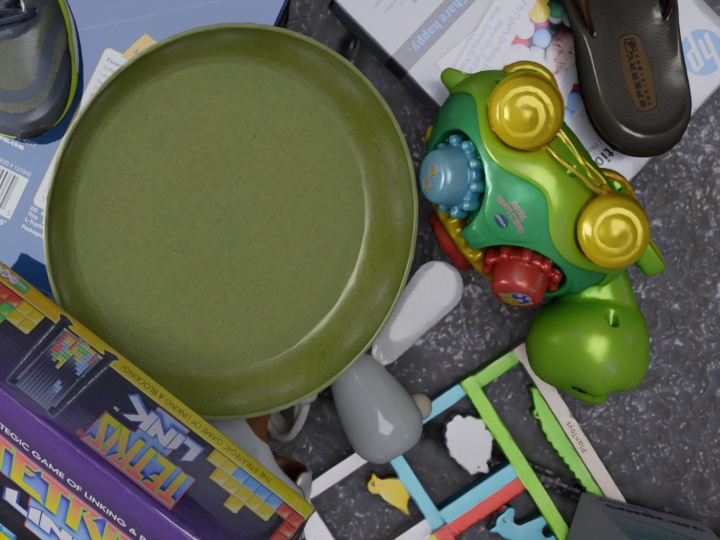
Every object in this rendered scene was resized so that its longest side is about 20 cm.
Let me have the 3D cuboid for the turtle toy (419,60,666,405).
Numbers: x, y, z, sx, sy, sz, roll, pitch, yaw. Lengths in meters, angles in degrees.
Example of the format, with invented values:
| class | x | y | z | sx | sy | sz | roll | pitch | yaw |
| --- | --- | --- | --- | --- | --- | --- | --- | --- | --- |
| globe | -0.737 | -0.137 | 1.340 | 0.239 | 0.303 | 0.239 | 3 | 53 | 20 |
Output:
| class | x | y | z | sx | sy | sz | roll | pitch | yaw |
| --- | --- | --- | --- | --- | --- | --- | --- | --- | --- |
| turtle toy | 0.099 | -0.023 | 0.913 | 0.101 | 0.146 | 0.201 | -35 | 95 | 10 |

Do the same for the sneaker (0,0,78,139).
| class | x | y | z | sx | sy | sz | roll | pitch | yaw |
| --- | --- | --- | --- | --- | --- | --- | --- | --- | --- |
| sneaker | -0.189 | -0.161 | 0.815 | 0.073 | 0.081 | 0.202 | -18 | 91 | -3 |

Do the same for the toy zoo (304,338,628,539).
| class | x | y | z | sx | sy | sz | roll | pitch | yaw |
| --- | --- | --- | --- | --- | --- | --- | --- | --- | --- |
| toy zoo | 0.048 | 0.149 | 1.004 | 0.199 | 0.020 | 0.132 | -34 | 93 | -3 |

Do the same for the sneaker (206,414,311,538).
| class | x | y | z | sx | sy | sz | roll | pitch | yaw |
| --- | --- | --- | --- | --- | --- | --- | --- | --- | --- |
| sneaker | -0.052 | 0.159 | 0.960 | 0.084 | 0.073 | 0.202 | -27 | 119 | -29 |

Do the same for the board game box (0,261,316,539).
| class | x | y | z | sx | sy | sz | roll | pitch | yaw |
| --- | --- | --- | --- | --- | --- | --- | --- | --- | --- |
| board game box | -0.130 | 0.110 | 0.852 | 0.199 | 0.166 | 0.057 | 36 | 57 | 8 |

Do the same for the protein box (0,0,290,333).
| class | x | y | z | sx | sy | sz | roll | pitch | yaw |
| --- | --- | --- | --- | --- | --- | --- | --- | --- | --- |
| protein box | -0.165 | -0.101 | 0.926 | 0.197 | 0.135 | 0.201 | 26 | 89 | -4 |

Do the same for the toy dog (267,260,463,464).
| class | x | y | z | sx | sy | sz | roll | pitch | yaw |
| --- | --- | --- | --- | --- | --- | --- | --- | --- | --- |
| toy dog | 0.000 | 0.000 | 0.963 | 0.096 | 0.131 | 0.202 | -15 | 101 | -35 |

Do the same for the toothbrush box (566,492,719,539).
| class | x | y | z | sx | sy | sz | roll | pitch | yaw |
| --- | --- | --- | --- | --- | --- | --- | --- | --- | --- |
| toothbrush box | 0.162 | 0.225 | 0.914 | 0.085 | 0.200 | 0.148 | 15 | 97 | -13 |

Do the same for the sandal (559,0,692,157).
| class | x | y | z | sx | sy | sz | roll | pitch | yaw |
| --- | --- | --- | --- | --- | --- | --- | --- | --- | --- |
| sandal | 0.138 | -0.163 | 0.944 | 0.081 | 0.055 | 0.202 | -12 | 82 | -9 |

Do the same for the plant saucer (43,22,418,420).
| class | x | y | z | sx | sy | sz | roll | pitch | yaw |
| --- | --- | --- | --- | --- | --- | --- | --- | --- | --- |
| plant saucer | -0.066 | -0.025 | 0.861 | 0.198 | 0.031 | 0.202 | -5 | 103 | -23 |

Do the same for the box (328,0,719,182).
| class | x | y | z | sx | sy | sz | roll | pitch | yaw |
| --- | --- | --- | --- | --- | --- | --- | --- | --- | --- |
| box | 0.104 | -0.142 | 0.995 | 0.200 | 0.041 | 0.156 | 45 | 88 | -5 |
